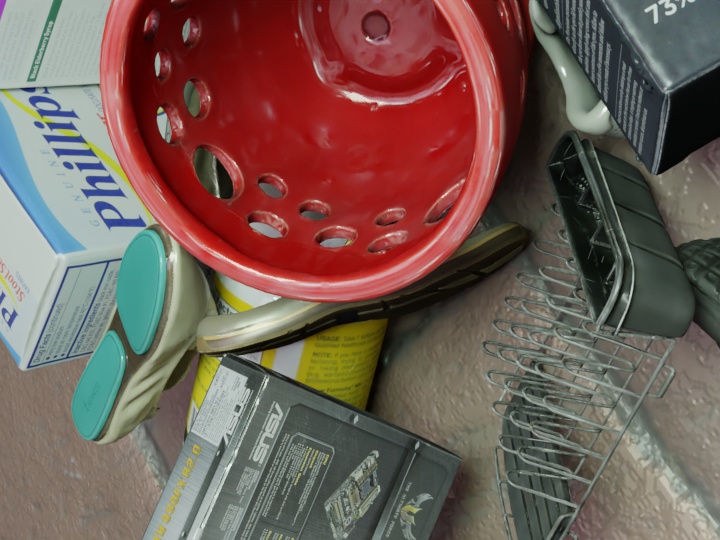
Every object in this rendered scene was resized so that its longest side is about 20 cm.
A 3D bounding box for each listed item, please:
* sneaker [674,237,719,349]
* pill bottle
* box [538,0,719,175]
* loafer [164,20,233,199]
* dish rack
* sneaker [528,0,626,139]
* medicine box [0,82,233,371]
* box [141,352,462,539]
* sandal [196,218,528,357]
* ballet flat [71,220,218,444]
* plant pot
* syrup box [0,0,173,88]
[{"bbox_3d":[0.213,0.060,0.614,0.200,0.076,0.091,45,136,34],"label":"sneaker"},{"bbox_3d":[-0.043,0.043,0.830,0.114,0.114,0.201,32,119,36],"label":"pill bottle"},{"bbox_3d":[0.141,-0.171,0.569,0.147,0.104,0.201,-28,73,2],"label":"box"},{"bbox_3d":[-0.088,-0.093,0.825,0.075,0.069,0.201,109,167,-49],"label":"loafer"},{"bbox_3d":[0.103,0.047,0.679,0.154,0.054,0.201,-91,19,-58],"label":"dish rack"},{"bbox_3d":[0.116,-0.160,0.655,0.075,0.086,0.201,-19,83,46],"label":"sneaker"},{"bbox_3d":[-0.175,-0.048,0.881,0.182,0.199,0.103,50,128,26],"label":"medicine box"},{"bbox_3d":[-0.045,0.166,0.719,0.048,0.158,0.201,18,83,51],"label":"box"},{"bbox_3d":[0.000,0.000,0.731,0.080,0.199,0.054,107,147,-78],"label":"sandal"},{"bbox_3d":[-0.124,0.037,0.795,0.070,0.069,0.200,57,139,20],"label":"ballet flat"},{"bbox_3d":[-0.005,-0.110,0.666,0.199,0.183,0.201,9,119,17],"label":"plant pot"},{"bbox_3d":[-0.188,-0.179,0.869,0.079,0.199,0.082,50,129,26],"label":"syrup box"}]
